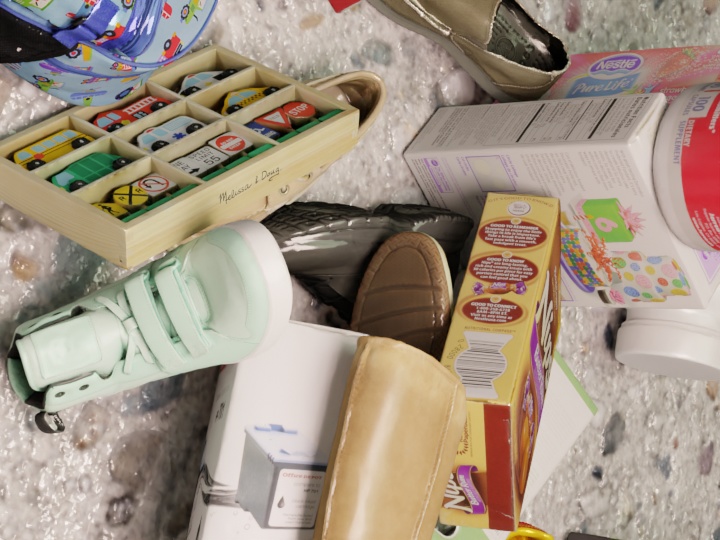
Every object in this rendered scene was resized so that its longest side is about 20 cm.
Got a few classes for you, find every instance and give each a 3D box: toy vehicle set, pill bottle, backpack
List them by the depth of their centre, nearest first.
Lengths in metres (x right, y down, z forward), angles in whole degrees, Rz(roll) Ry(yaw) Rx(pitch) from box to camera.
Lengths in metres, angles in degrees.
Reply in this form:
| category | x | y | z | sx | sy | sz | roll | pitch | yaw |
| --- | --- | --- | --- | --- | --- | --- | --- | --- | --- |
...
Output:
| category | x | y | z | sx | sy | sz | roll | pitch | yaw |
| --- | --- | --- | --- | --- | --- | --- | --- | --- | --- |
| backpack | -0.151 | -0.190 | 1.107 | 0.199 | 0.134 | 0.184 | 31 | 68 | -44 |
| toy vehicle set | -0.110 | -0.072 | 1.157 | 0.199 | 0.124 | 0.027 | -31 | 136 | -42 |
| pill bottle | 0.295 | -0.067 | 1.239 | 0.112 | 0.199 | 0.113 | -1 | 91 | -47 |
| pill bottle | 0.264 | -0.021 | 1.557 | 0.116 | 0.116 | 0.202 | 22 | 74 | -44 |

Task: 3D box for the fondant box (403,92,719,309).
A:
| category | x | y | z | sx | sy | sz | roll | pitch | yaw |
| --- | --- | --- | --- | --- | --- | --- | --- | --- | --- |
| fondant box | 0.145 | -0.046 | 1.371 | 0.058 | 0.199 | 0.145 | -51 | 125 | -32 |

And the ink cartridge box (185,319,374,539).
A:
| category | x | y | z | sx | sy | sz | roll | pitch | yaw |
| --- | --- | --- | --- | --- | --- | --- | --- | --- | --- |
| ink cartridge box | -0.057 | 0.138 | 1.191 | 0.085 | 0.146 | 0.202 | 11 | 79 | -7 |

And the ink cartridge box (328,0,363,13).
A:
| category | x | y | z | sx | sy | sz | roll | pitch | yaw |
| --- | --- | --- | --- | --- | --- | --- | --- | --- | --- |
| ink cartridge box | -0.004 | -0.294 | 1.264 | 0.144 | 0.083 | 0.201 | -42 | 104 | -37 |

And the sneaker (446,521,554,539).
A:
| category | x | y | z | sx | sy | sz | roll | pitch | yaw |
| --- | --- | --- | --- | --- | --- | --- | --- | --- | --- |
| sneaker | 0.066 | 0.231 | 1.380 | 0.200 | 0.077 | 0.074 | -35 | 117 | -39 |

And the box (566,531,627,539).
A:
| category | x | y | z | sx | sy | sz | roll | pitch | yaw |
| --- | --- | --- | --- | --- | --- | --- | --- | --- | --- |
| box | 0.244 | 0.309 | 1.515 | 0.200 | 0.148 | 0.125 | 45 | 61 | -37 |

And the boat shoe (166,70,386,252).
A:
| category | x | y | z | sx | sy | sz | roll | pitch | yaw |
| --- | --- | --- | --- | --- | --- | --- | --- | --- | --- |
| boat shoe | -0.057 | -0.075 | 1.244 | 0.200 | 0.065 | 0.073 | -37 | 100 | -42 |

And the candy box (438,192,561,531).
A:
| category | x | y | z | sx | sy | sz | roll | pitch | yaw |
| --- | --- | --- | --- | --- | --- | --- | --- | --- | --- |
| candy box | 0.092 | 0.056 | 1.281 | 0.201 | 0.056 | 0.117 | -73 | 163 | -46 |

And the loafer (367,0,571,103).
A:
| category | x | y | z | sx | sy | sz | roll | pitch | yaw |
| --- | --- | --- | --- | --- | --- | --- | --- | --- | --- |
| loafer | 0.075 | -0.193 | 1.372 | 0.199 | 0.069 | 0.076 | 34 | 65 | -26 |

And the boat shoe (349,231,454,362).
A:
| category | x | y | z | sx | sy | sz | roll | pitch | yaw |
| --- | --- | --- | --- | --- | --- | --- | --- | --- | --- |
| boat shoe | 0.034 | 0.074 | 1.290 | 0.076 | 0.071 | 0.202 | -6 | 103 | -62 |

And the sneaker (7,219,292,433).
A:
| category | x | y | z | sx | sy | sz | roll | pitch | yaw |
| --- | --- | --- | --- | --- | --- | --- | --- | --- | --- |
| sneaker | -0.124 | 0.036 | 1.096 | 0.118 | 0.200 | 0.074 | -20 | 85 | -38 |

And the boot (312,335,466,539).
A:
| category | x | y | z | sx | sy | sz | roll | pitch | yaw |
| --- | --- | --- | --- | --- | --- | --- | --- | --- | --- |
| boot | 0.028 | 0.163 | 1.131 | 0.175 | 0.066 | 0.202 | 44 | 56 | -52 |

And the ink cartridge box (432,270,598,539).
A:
| category | x | y | z | sx | sy | sz | roll | pitch | yaw |
| --- | --- | --- | --- | --- | --- | --- | --- | --- | --- |
| ink cartridge box | 0.073 | 0.114 | 1.390 | 0.146 | 0.048 | 0.200 | 54 | 55 | -19 |

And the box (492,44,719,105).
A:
| category | x | y | z | sx | sy | sz | roll | pitch | yaw |
| --- | --- | --- | --- | --- | --- | --- | --- | --- | --- |
| box | 0.194 | -0.094 | 1.421 | 0.103 | 0.199 | 0.095 | 53 | 57 | -31 |

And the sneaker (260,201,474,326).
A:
| category | x | y | z | sx | sy | sz | roll | pitch | yaw |
| --- | --- | --- | --- | --- | --- | --- | --- | --- | --- |
| sneaker | 0.000 | 0.000 | 1.315 | 0.199 | 0.076 | 0.092 | 2 | 99 | -42 |
